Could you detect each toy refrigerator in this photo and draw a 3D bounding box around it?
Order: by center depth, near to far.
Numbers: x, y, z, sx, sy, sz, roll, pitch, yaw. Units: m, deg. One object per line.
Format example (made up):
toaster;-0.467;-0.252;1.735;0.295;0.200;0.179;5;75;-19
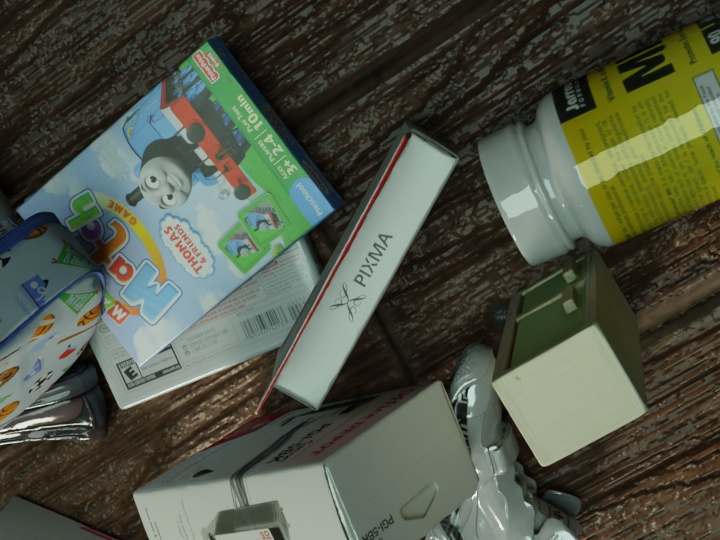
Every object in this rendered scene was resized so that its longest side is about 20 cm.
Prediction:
toy refrigerator;0.139;0.049;0.851;0.075;0.200;0.071;-31;96;16

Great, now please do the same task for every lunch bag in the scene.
lunch bag;-0.257;0.049;0.888;0.076;0.200;0.160;45;66;7

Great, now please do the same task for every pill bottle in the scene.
pill bottle;0.186;-0.086;0.855;0.198;0.114;0.116;-24;98;14

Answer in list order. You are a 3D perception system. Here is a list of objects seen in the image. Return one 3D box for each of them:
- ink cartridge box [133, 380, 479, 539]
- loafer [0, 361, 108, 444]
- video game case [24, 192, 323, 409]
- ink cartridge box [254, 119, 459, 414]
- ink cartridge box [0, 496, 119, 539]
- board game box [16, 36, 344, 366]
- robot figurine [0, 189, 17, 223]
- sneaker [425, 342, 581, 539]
ink cartridge box;-0.039;0.153;0.900;0.198;0.146;0.084;-17;97;40
loafer;-0.296;0.129;1.021;0.197;0.072;0.064;-16;105;11
video game case;-0.137;-0.010;0.982;0.197;0.023;0.184;-22;99;16
ink cartridge box;0.000;0.000;0.864;0.044;0.176;0.202;28;99;-4
ink cartridge box;-0.264;0.313;1.051;0.144;0.085;0.203;20;108;5
board game box;-0.134;-0.047;0.941;0.199;0.037;0.152;-37;94;18
robot figurine;-0.348;-0.034;0.931;0.124;0.199;0.153;-24;55;36
sneaker;0.112;0.153;0.949;0.113;0.075;0.203;8;110;8
